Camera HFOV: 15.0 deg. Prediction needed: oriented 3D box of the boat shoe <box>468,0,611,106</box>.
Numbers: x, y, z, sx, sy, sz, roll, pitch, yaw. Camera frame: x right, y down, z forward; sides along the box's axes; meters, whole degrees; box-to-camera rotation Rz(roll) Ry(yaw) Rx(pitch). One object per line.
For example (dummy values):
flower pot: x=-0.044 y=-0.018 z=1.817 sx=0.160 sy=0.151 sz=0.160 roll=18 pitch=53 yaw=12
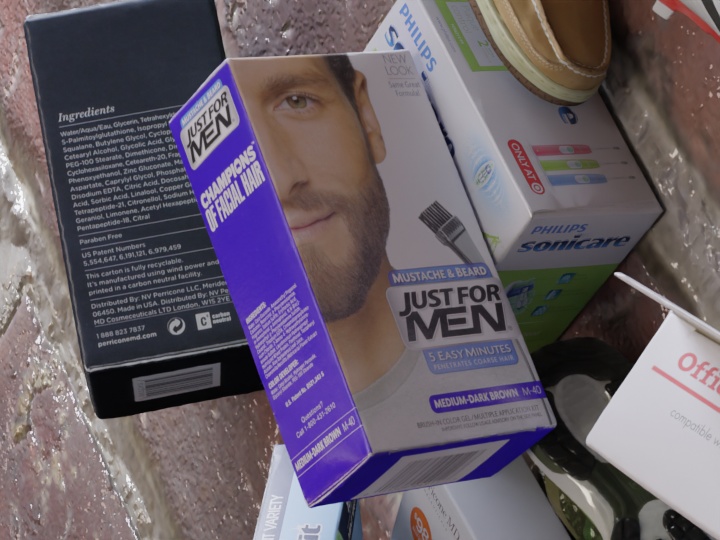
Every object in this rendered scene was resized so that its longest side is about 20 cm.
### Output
boat shoe: x=0.084 y=-0.178 z=1.301 sx=0.076 sy=0.072 sz=0.200 roll=-35 pitch=64 yaw=38

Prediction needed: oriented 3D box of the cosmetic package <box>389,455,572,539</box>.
cosmetic package: x=0.077 y=0.194 z=1.322 sx=0.200 sy=0.052 sz=0.151 roll=60 pitch=151 yaw=34

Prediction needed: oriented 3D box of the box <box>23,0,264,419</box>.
box: x=-0.115 y=-0.034 z=1.515 sx=0.148 sy=0.107 sz=0.200 roll=103 pitch=155 yaw=-77

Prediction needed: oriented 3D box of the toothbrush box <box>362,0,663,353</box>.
toothbrush box: x=0.040 y=-0.024 z=1.358 sx=0.200 sy=0.086 sz=0.146 roll=-52 pitch=52 yaw=42

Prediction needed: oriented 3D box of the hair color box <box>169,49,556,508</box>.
hair color box: x=0.000 y=0.000 z=1.251 sx=0.065 sy=0.109 sz=0.200 roll=-44 pitch=61 yaw=46

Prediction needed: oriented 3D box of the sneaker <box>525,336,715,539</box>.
sneaker: x=0.135 y=0.129 z=1.271 sx=0.089 sy=0.077 sz=0.200 roll=84 pitch=162 yaw=-62

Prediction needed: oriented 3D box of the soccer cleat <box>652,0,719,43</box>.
soccer cleat: x=0.172 y=-0.127 z=1.182 sx=0.085 sy=0.069 sz=0.200 roll=-53 pitch=53 yaw=31

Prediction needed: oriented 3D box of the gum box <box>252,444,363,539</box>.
gum box: x=-0.026 y=0.215 z=1.344 sx=0.170 sy=0.045 sz=0.200 roll=-77 pitch=-16 yaw=-53

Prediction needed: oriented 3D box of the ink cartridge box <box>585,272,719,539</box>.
ink cartridge box: x=0.171 y=0.085 z=1.071 sx=0.068 sy=0.200 sz=0.116 roll=-57 pitch=41 yaw=1
